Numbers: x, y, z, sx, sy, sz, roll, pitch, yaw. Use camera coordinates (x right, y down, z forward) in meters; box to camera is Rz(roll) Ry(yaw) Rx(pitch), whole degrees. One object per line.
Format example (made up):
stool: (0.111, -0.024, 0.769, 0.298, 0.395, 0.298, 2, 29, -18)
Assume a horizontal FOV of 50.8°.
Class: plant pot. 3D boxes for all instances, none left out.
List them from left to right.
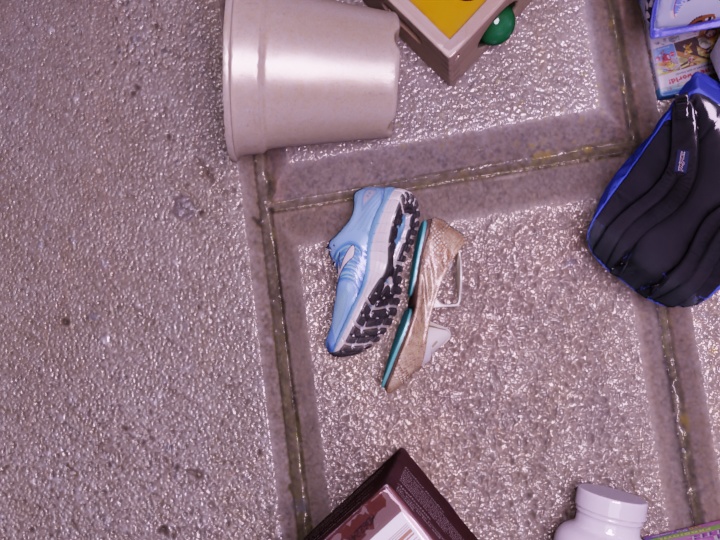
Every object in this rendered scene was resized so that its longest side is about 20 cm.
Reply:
plant pot: (-0.050, -0.218, 0.835, 0.179, 0.200, 0.206, 2, 86, -4)

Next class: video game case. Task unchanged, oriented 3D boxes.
video game case: (0.388, -0.305, 0.853, 0.140, 0.018, 0.205, -9, 85, 7)

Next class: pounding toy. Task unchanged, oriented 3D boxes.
pounding toy: (0.122, -0.326, 0.828, 0.184, 0.142, 0.200, -45, 81, 3)

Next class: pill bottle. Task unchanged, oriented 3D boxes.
pill bottle: (0.243, 0.332, 0.785, 0.102, 0.104, 0.205, 10, 87, 8)

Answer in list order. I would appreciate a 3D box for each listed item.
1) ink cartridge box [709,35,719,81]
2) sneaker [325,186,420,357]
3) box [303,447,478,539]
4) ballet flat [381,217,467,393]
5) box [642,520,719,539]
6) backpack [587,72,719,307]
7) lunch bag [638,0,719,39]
ink cartridge box: (0.447, -0.171, 0.758, 0.197, 0.201, 0.041, 30, 126, 1)
sneaker: (0.000, 0.000, 0.869, 0.089, 0.078, 0.204, 20, 92, 33)
box: (0.029, 0.312, 0.767, 0.164, 0.200, 0.166, -42, 82, 3)
ballet flat: (0.077, 0.044, 0.849, 0.064, 0.071, 0.205, 15, 91, -2)
box: (0.405, 0.363, 0.764, 0.172, 0.097, 0.205, -15, 85, 7)
backpack: (0.342, -0.071, 0.772, 0.162, 0.167, 0.202, 38, 124, 13)
lunch bag: (0.375, -0.338, 0.762, 0.195, 0.125, 0.173, -10, 54, 10)
